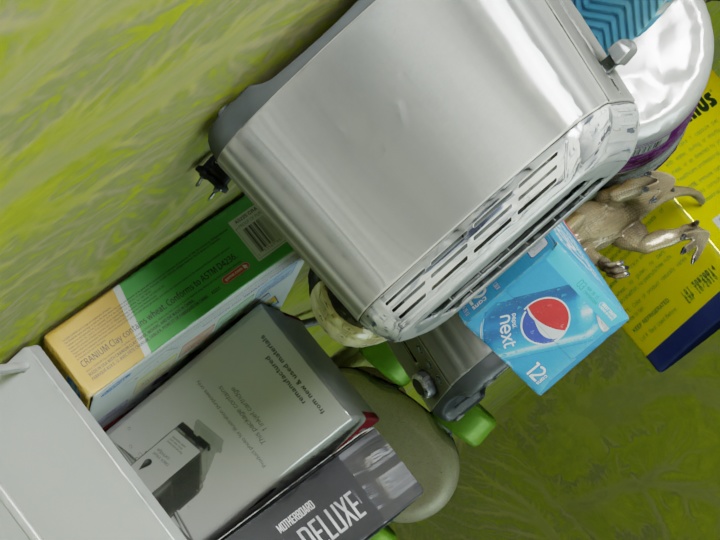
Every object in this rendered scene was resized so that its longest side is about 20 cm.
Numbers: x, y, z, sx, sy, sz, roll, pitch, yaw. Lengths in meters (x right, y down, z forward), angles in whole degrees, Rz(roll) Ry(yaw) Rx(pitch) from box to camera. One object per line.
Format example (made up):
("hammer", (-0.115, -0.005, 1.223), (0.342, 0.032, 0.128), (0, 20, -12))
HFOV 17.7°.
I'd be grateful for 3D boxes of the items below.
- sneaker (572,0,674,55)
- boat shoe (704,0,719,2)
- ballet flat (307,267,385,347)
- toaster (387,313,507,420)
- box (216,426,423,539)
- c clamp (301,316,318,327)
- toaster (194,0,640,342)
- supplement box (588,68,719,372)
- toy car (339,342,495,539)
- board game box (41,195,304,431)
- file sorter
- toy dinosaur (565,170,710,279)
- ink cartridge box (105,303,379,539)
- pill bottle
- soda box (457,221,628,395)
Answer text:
("sneaker", (0.149, -0.173, 1.137), (0.200, 0.077, 0.081), (-42, 174, 34))
("boat shoe", (0.200, -0.195, 1.265), (0.059, 0.072, 0.200), (-16, 166, 2))
("ballet flat", (0.000, 0.000, 1.260), (0.057, 0.066, 0.200), (-53, -170, 19))
("toaster", (0.092, -0.004, 1.550), (0.200, 0.129, 0.114), (-36, 172, -21))
("box", (-0.068, 0.179, 1.292), (0.158, 0.050, 0.200), (-35, 172, -32))
("c clamp", (0.051, -0.021, 1.694), (0.200, 0.027, 0.171), (-41, 171, 18))
("toaster", (0.028, -0.058, 1.033), (0.200, 0.129, 0.114), (-41, 171, 15))
("supplement box", (0.185, -0.058, 1.468), (0.110, 0.200, 0.109), (-33, 170, -39))
("toy car", (0.015, 0.144, 2.069), (0.164, 0.158, 0.200), (-50, -177, 3))
("board game box", (-0.108, 0.039, 1.266), (0.153, 0.040, 0.200), (-36, 171, -21))
("file sorter", (-0.211, 0.155, 1.114), (0.200, 0.139, 0.125), (-41, 169, 15))
("toy dinosaur", (0.145, -0.031, 1.305), (0.200, 0.058, 0.101), (-23, -166, -32))
("ink cartridge box", (-0.096, 0.116, 1.296), (0.200, 0.083, 0.147), (-40, 173, 3))
("pill bottle", (0.134, -0.106, 1.301), (0.112, 0.112, 0.200), (-38, 172, -4))
("soda box", (0.069, -0.023, 1.233), (0.064, 0.068, 0.200), (-41, -148, 10))
